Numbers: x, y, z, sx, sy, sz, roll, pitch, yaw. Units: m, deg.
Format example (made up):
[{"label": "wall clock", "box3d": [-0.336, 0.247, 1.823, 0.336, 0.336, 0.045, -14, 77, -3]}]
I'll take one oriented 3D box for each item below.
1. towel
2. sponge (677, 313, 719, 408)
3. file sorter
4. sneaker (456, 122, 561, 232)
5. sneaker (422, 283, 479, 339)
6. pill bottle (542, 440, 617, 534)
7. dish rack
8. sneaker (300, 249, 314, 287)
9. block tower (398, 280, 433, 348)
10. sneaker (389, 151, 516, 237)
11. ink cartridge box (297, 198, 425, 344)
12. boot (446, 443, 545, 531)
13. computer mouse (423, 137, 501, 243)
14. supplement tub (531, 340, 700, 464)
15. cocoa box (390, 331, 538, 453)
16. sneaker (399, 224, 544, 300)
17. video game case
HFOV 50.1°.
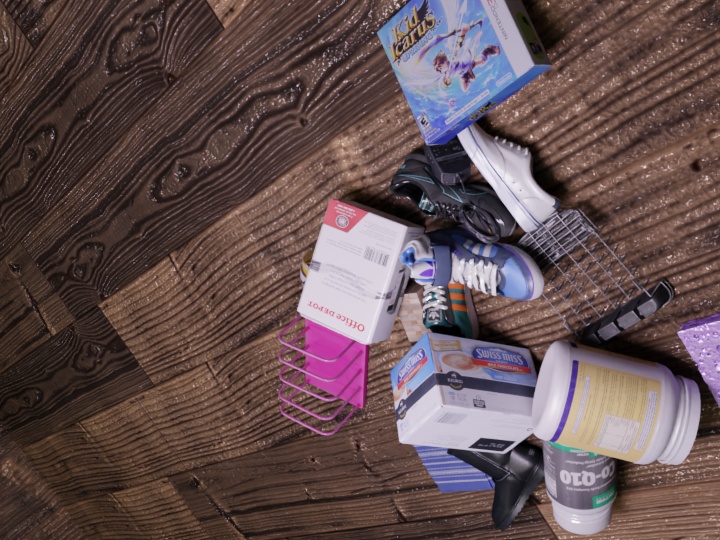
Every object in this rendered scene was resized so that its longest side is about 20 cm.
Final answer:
[{"label": "towel", "box3d": [0.161, 0.332, 1.454, 0.145, 0.024, 0.200, -21, 102, 45]}, {"label": "sponge", "box3d": [0.528, 0.145, 1.041, 0.112, 0.030, 0.200, -24, 101, 44]}, {"label": "file sorter", "box3d": [-0.077, 0.192, 1.465, 0.139, 0.125, 0.200, 21, 128, 25]}, {"label": "sneaker", "box3d": [0.204, -0.151, 1.080, 0.071, 0.073, 0.200, -37, 86, 14]}, {"label": "sneaker", "box3d": [0.133, 0.048, 1.241, 0.071, 0.080, 0.200, -5, 114, 41]}, {"label": "pill bottle", "box3d": [0.350, 0.313, 1.228, 0.113, 0.113, 0.200, 8, 122, 34]}, {"label": "dish rack", "box3d": [0.320, 0.007, 1.096, 0.200, 0.055, 0.153, 49, 134, 3]}, {"label": "sneaker", "box3d": [-0.023, 0.044, 1.375, 0.200, 0.075, 0.090, 37, 142, 21]}, {"label": "block tower", "box3d": [0.121, 0.116, 1.316, 0.054, 0.058, 0.200, -7, 111, 40]}, {"label": "sneaker", "box3d": [0.134, -0.098, 1.145, 0.200, 0.079, 0.075, 31, 143, 17]}, {"label": "ink cartridge box", "box3d": [0.000, 0.000, 1.257, 0.147, 0.083, 0.200, 23, 102, 25]}, {"label": "boot", "box3d": [0.229, 0.350, 1.363, 0.162, 0.073, 0.198, 29, 122, 12]}, {"label": "computer mouse", "box3d": [0.144, -0.118, 1.100, 0.034, 0.059, 0.200, 105, 148, -58]}, {"label": "supplement tub", "box3d": [0.357, 0.190, 1.092, 0.200, 0.145, 0.146, 14, 128, 5]}, {"label": "cocoa box", "box3d": [0.167, 0.195, 1.213, 0.200, 0.131, 0.133, 11, 140, -23]}, {"label": "sneaker", "box3d": [0.147, 0.004, 1.116, 0.200, 0.146, 0.081, 39, 139, 45]}, {"label": "video game case", "box3d": [0.128, -0.292, 1.012, 0.200, 0.045, 0.181, -32, 76, 45]}]
